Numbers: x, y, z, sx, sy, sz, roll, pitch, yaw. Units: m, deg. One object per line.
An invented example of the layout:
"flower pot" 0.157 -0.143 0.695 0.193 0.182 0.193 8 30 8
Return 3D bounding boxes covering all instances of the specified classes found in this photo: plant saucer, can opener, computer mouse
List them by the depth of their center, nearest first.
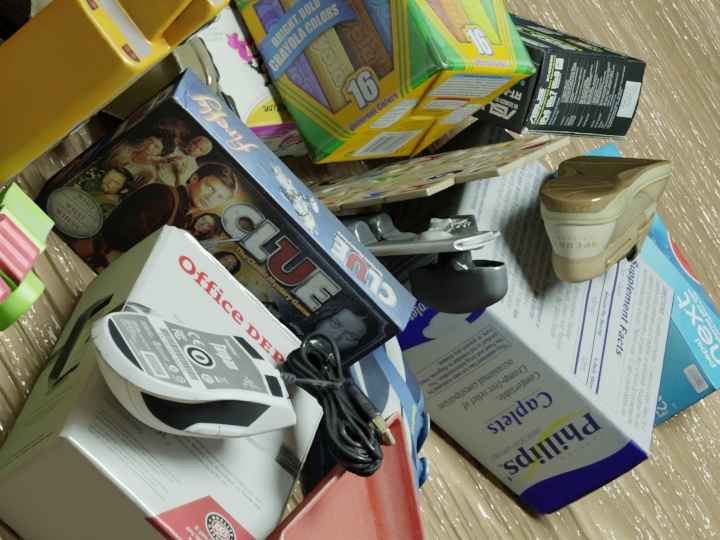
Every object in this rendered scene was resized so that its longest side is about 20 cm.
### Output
"computer mouse" -0.075 0.066 1.543 0.199 0.044 0.110 12 32 -41
"plant saucer" -0.007 0.208 1.599 0.200 0.036 0.201 -42 124 -63
"can opener" 0.000 0.000 1.732 0.053 0.199 0.067 -19 102 -55

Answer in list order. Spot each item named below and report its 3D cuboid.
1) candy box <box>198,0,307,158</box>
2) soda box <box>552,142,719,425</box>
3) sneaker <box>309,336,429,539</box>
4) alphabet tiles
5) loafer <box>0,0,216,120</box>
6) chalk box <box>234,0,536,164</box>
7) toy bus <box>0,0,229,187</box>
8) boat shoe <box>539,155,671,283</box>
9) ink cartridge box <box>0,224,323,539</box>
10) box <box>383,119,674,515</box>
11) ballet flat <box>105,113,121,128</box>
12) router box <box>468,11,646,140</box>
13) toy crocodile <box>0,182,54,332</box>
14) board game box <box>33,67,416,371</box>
"candy box" -0.100 -0.171 1.854 0.136 0.061 0.201 -12 72 -55
"soda box" 0.204 0.009 2.077 0.068 0.064 0.201 -24 82 -56
"sneaker" 0.010 0.108 1.747 0.082 0.074 0.201 19 49 -45
"alphabet tiles" 0.029 -0.060 1.805 0.166 0.199 0.006 -25 103 -55
"loafer" -0.175 -0.141 1.685 0.199 0.076 0.067 32 30 22
"chalk box" 0.002 -0.187 1.829 0.124 0.124 0.201 -6 67 -56
"toy bus" -0.168 -0.119 1.601 0.065 0.200 0.078 53 33 -3
"boat shoe" 0.163 -0.038 1.889 0.200 0.071 0.065 -29 119 -65
"ink cartridge box" -0.113 0.094 1.594 0.147 0.083 0.200 45 36 -17
"box" 0.106 0.032 1.899 0.200 0.105 0.184 42 35 -19
"ballet flat" -0.146 -0.093 1.744 0.057 0.067 0.201 -13 66 -31
"router box" 0.078 -0.151 1.945 0.199 0.062 0.150 23 13 31
"toy crocodile" -0.220 0.012 1.549 0.068 0.062 0.200 48 35 -11
"board game box" -0.082 -0.010 1.675 0.200 0.135 0.035 45 35 -14
